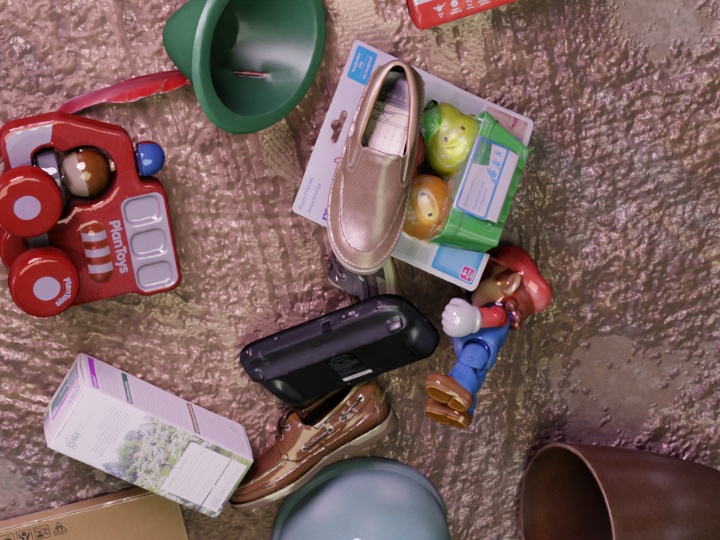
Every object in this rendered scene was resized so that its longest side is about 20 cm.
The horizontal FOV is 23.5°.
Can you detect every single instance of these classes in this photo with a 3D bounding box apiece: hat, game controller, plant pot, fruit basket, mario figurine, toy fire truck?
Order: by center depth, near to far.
[{"bbox_3d":[-0.160,-0.223,1.624,0.200,0.176,0.166,-25,124,-43],"label":"hat"},{"bbox_3d":[-0.261,-0.058,1.632,0.167,0.112,0.201,-13,118,-13],"label":"toy fire truck"},{"bbox_3d":[0.056,-0.102,1.661,0.200,0.094,0.186,26,75,-19],"label":"fruit basket"},{"bbox_3d":[-0.021,0.081,1.754,0.200,0.042,0.104,-20,145,25],"label":"game controller"},{"bbox_3d":[0.111,0.055,1.754,0.106,0.123,0.200,40,61,-17],"label":"mario figurine"},{"bbox_3d":[0.012,0.321,1.864,0.200,0.134,0.201,-5,117,-11],"label":"plant pot"},{"bbox_3d":[0.306,0.271,1.897,0.199,0.187,0.187,-4,118,-26],"label":"plant pot"}]

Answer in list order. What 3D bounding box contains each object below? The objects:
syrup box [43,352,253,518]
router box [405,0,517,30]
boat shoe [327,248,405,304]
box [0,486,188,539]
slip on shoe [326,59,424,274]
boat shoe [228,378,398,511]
[{"bbox_3d":[-0.216,0.169,1.768,0.200,0.081,0.079,27,106,-23],"label":"syrup box"},{"bbox_3d":[0.123,-0.339,1.609,0.199,0.049,0.180,-18,118,-3],"label":"router box"},{"bbox_3d":[0.000,0.000,1.738,0.066,0.072,0.201,-24,123,-6],"label":"boat shoe"},{"bbox_3d":[-0.280,0.318,1.861,0.199,0.021,0.164,-13,118,-6],"label":"box"},{"bbox_3d":[0.017,-0.097,1.596,0.076,0.061,0.201,17,83,1],"label":"slip on shoe"},{"bbox_3d":[-0.062,0.175,1.818,0.200,0.072,0.068,-32,115,-7],"label":"boat shoe"}]
